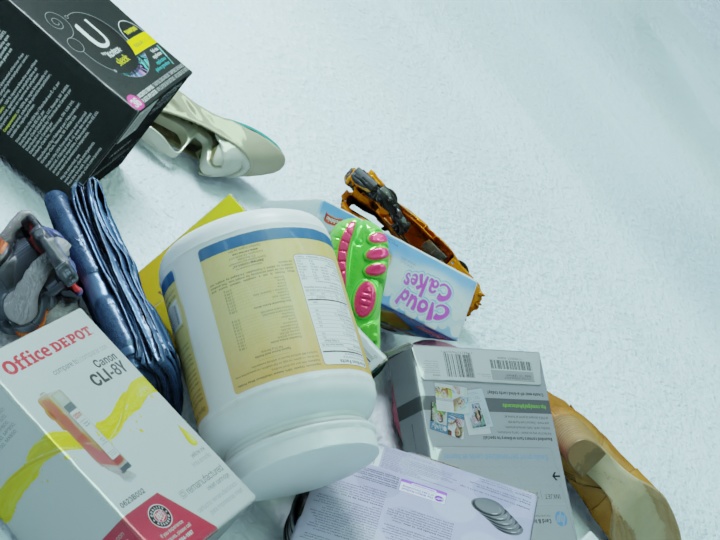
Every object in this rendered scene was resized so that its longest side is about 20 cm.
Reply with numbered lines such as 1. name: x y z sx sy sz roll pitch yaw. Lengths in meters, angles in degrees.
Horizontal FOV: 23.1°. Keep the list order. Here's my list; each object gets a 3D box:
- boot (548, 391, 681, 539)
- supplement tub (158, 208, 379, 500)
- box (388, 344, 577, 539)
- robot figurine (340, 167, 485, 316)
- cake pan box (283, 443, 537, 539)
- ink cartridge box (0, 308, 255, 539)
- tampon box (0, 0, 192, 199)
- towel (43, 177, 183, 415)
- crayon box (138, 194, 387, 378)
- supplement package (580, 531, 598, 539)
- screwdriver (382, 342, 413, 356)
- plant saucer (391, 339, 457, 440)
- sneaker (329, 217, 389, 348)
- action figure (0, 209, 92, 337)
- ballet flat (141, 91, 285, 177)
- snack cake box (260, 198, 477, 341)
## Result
1. boot: 0.250 0.209 1.826 0.201 0.071 0.144 51 3 -22
2. supplement tub: -0.070 0.067 1.399 0.144 0.144 0.201 8 59 -50
3. box: 0.113 0.170 1.597 0.155 0.041 0.201 4 65 -35
4. robot figurine: 0.049 -0.028 1.872 0.200 0.058 0.145 45 -4 7
5. cake pan box: 0.038 0.221 1.435 0.199 0.052 0.184 17 28 1
6. ink cartridge box: -0.194 0.139 1.272 0.200 0.083 0.145 46 26 6
7. tampon box: -0.283 -0.184 1.590 0.200 0.126 0.150 41 25 -3
8. towel: -0.194 0.027 1.426 0.112 0.048 0.200 86 -22 -57
9. crayon box: -0.090 0.049 1.513 0.200 0.127 0.051 47 -16 8
10. supplement package: 0.205 0.350 1.485 0.200 0.111 0.156 47 26 8
11. screwdriver: 0.014 0.081 1.591 0.028 0.029 0.200 45 -13 -6
12. plant saucer: 0.104 0.157 1.708 0.200 0.051 0.201 32 27 -19
13. sneaker: -0.017 0.055 1.590 0.076 0.201 0.084 17 -16 -2
14. action figure: -0.295 -0.012 1.392 0.193 0.105 0.200 43 -5 -13
15. ballet flat: -0.165 -0.131 1.766 0.200 0.070 0.070 29 29 -24
16. snack cake box: 0.000 0.000 1.719 0.200 0.067 0.115 27 -14 -30
